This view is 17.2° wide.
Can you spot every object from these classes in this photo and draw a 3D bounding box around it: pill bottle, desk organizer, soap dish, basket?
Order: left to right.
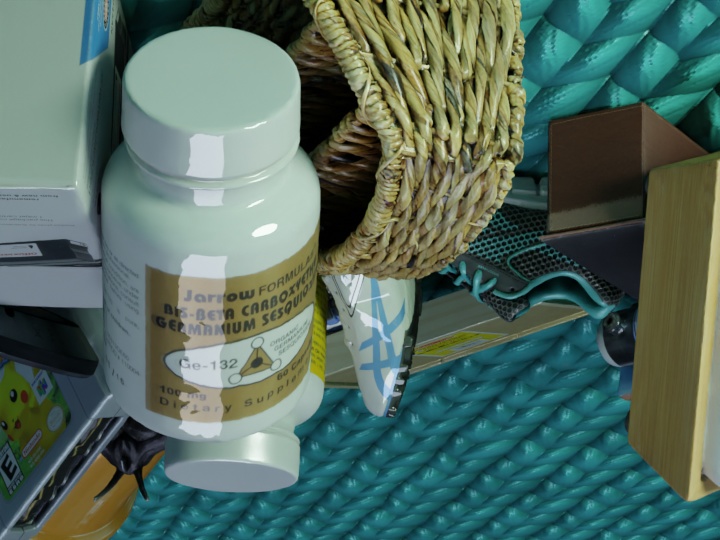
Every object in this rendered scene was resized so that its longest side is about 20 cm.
[{"bbox_3d":[-0.078,-0.019,1.231,0.113,0.115,0.201,3,130,-1],"label":"pill bottle"},{"bbox_3d":[-0.077,0.033,1.503,0.111,0.202,0.113,2,161,1],"label":"pill bottle"},{"bbox_3d":[-0.017,-0.075,1.268,0.148,0.144,0.200,9,160,-22],"label":"basket"},{"bbox_3d":[0.190,-0.030,1.477,0.071,0.078,0.200,-10,158,32],"label":"desk organizer"},{"bbox_3d":[0.227,0.019,1.396,0.081,0.202,0.157,14,-161,37],"label":"soap dish"}]

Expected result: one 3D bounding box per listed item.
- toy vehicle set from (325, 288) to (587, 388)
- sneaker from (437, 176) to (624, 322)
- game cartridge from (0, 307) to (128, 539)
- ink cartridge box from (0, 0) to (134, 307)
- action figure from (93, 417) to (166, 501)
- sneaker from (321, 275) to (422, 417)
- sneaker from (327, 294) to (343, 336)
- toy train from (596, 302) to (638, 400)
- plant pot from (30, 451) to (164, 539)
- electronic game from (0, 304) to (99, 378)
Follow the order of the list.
[{"bbox_3d":[0.060,0.042,1.682,0.199,0.027,0.124,-19,169,23],"label":"toy vehicle set"},{"bbox_3d":[0.083,-0.012,1.522,0.198,0.092,0.078,2,161,2],"label":"sneaker"},{"bbox_3d":[-0.216,0.080,1.549,0.040,0.134,0.200,3,138,-41],"label":"game cartridge"},{"bbox_3d":[-0.171,-0.078,1.275,0.083,0.146,0.200,2,162,2],"label":"ink cartridge box"},{"bbox_3d":[-0.147,0.063,1.600,0.118,0.202,0.102,-2,164,13],"label":"action figure"},{"bbox_3d":[0.000,0.000,1.481,0.072,0.072,0.201,-1,118,9],"label":"sneaker"},{"bbox_3d":[-0.064,0.032,1.704,0.199,0.078,0.085,-8,163,29],"label":"sneaker"},{"bbox_3d":[0.257,0.045,1.694,0.114,0.087,0.199,29,152,-36],"label":"toy train"},{"bbox_3d":[-0.220,0.102,1.779,0.199,0.202,0.183,18,140,-38],"label":"plant pot"},{"bbox_3d":[-0.251,0.024,1.419,0.199,0.042,0.200,21,179,0],"label":"electronic game"}]
